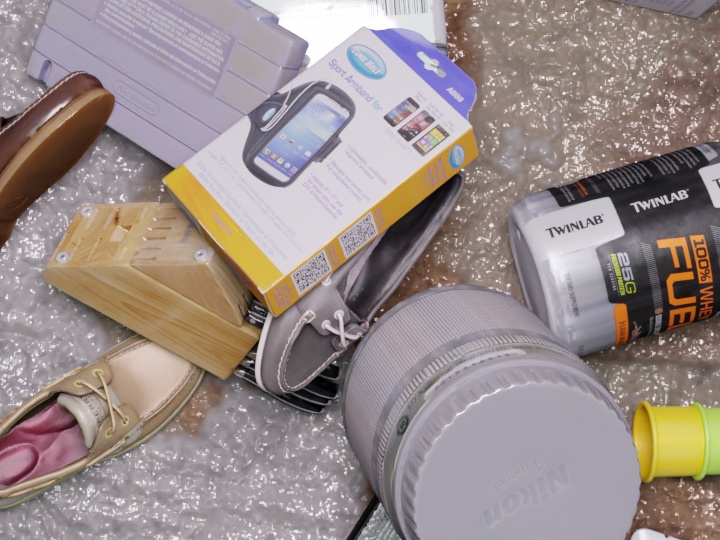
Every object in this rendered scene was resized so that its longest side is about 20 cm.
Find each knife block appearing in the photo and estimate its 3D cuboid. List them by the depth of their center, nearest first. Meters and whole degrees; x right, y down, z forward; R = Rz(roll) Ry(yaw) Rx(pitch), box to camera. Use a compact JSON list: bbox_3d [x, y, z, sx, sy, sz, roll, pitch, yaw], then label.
[{"bbox_3d":[-0.106,0.033,1.171,0.199,0.176,0.064,-1,45,26],"label":"knife block"}]

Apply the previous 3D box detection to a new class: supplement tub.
[{"bbox_3d":[0.215,-0.019,1.164,0.199,0.123,0.123,-17,88,-2],"label":"supplement tub"}]

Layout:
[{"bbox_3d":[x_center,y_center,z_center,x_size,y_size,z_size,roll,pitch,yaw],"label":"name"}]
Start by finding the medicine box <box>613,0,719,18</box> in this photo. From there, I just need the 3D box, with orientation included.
[{"bbox_3d":[0.182,-0.300,1.184,0.198,0.103,0.184,11,87,-3],"label":"medicine box"}]

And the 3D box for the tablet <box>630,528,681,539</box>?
[{"bbox_3d":[0.234,0.306,1.207,0.129,0.014,0.201,19,87,-1],"label":"tablet"}]

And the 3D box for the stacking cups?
[{"bbox_3d":[0.304,0.122,1.200,0.198,0.061,0.061,-2,88,-7],"label":"stacking cups"}]

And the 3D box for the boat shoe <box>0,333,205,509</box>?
[{"bbox_3d":[-0.197,0.108,1.168,0.199,0.066,0.074,-36,88,-8],"label":"boat shoe"}]

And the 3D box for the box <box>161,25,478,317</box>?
[{"bbox_3d":[-0.017,-0.075,1.072,0.200,0.042,0.119,-37,61,-12],"label":"box"}]

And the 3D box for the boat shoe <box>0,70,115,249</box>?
[{"bbox_3d":[-0.260,-0.073,1.157,0.200,0.070,0.070,-45,75,13],"label":"boat shoe"}]

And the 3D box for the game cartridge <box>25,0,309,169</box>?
[{"bbox_3d":[-0.138,-0.153,1.150,0.199,0.038,0.130,33,105,21],"label":"game cartridge"}]

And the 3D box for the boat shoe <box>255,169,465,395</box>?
[{"bbox_3d":[0.000,0.000,1.083,0.057,0.067,0.201,23,75,35],"label":"boat shoe"}]

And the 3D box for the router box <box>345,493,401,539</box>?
[{"bbox_3d":[0.084,0.186,1.185,0.149,0.051,0.201,33,86,-1],"label":"router box"}]

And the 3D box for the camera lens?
[{"bbox_3d":[0.079,0.106,1.051,0.159,0.200,0.161,-3,106,-11],"label":"camera lens"}]

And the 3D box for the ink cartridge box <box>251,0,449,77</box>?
[{"bbox_3d":[-0.011,-0.150,1.179,0.145,0.086,0.202,-5,90,-2],"label":"ink cartridge box"}]
